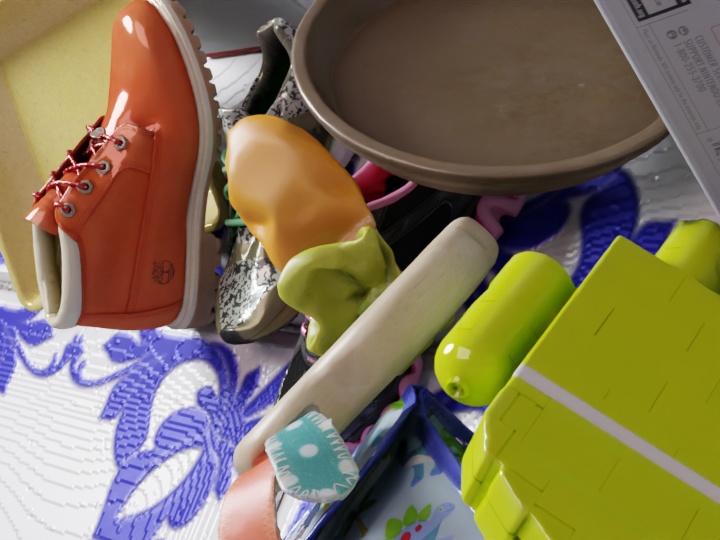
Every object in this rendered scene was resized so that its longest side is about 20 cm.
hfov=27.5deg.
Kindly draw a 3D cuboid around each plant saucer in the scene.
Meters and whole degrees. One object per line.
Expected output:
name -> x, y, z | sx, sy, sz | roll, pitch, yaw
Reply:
plant saucer -> -0.175, -0.095, 0.962 | 0.200, 0.048, 0.200 | -21, 88, 36
plant saucer -> 0.067, -0.100, 0.710 | 0.200, 0.029, 0.200 | -3, 43, 2

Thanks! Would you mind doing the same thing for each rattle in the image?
rattle -> -0.036, 0.018, 0.608 | 0.130, 0.143, 0.200 | -24, 12, 44

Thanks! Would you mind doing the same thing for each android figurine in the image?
android figurine -> 0.113, 0.063, 0.524 | 0.200, 0.182, 0.041 | -49, -14, -40

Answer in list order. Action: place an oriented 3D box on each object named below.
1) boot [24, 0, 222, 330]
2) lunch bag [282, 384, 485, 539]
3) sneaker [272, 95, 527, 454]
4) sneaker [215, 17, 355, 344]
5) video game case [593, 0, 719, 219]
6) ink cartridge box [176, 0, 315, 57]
boot -> -0.139, -0.060, 0.843 | 0.075, 0.107, 0.200 | 15, 107, 59
lunch bag -> 0.012, 0.153, 0.606 | 0.170, 0.127, 0.200 | -50, 29, 4
sneaker -> 0.000, 0.000, 0.739 | 0.079, 0.095, 0.200 | 26, 85, 49
sneaker -> -0.057, -0.056, 0.839 | 0.077, 0.089, 0.200 | -6, 61, 44
video game case -> 0.186, -0.091, 0.532 | 0.182, 0.200, 0.023 | -15, 30, 40
ink cartridge box -> -0.056, -0.252, 0.974 | 0.145, 0.083, 0.200 | 0, 65, 47
